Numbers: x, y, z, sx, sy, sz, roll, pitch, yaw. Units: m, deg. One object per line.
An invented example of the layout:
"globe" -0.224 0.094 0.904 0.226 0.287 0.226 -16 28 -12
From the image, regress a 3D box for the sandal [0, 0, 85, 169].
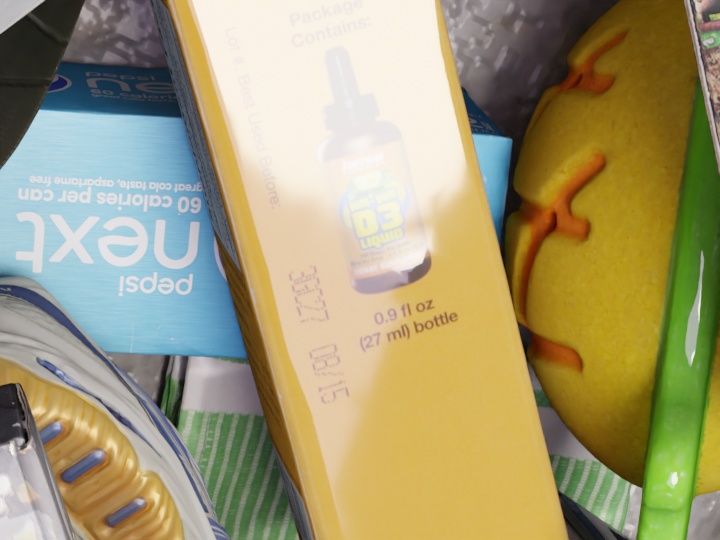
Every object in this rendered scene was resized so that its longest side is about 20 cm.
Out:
"sandal" -0.110 -0.078 0.729 0.080 0.057 0.201 53 49 -27

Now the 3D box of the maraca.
"maraca" 0.089 0.007 0.759 0.106 0.137 0.201 7 66 10

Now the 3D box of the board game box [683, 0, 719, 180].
"board game box" 0.162 -0.062 0.636 0.158 0.097 0.201 -8 99 25

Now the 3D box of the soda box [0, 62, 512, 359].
"soda box" -0.064 -0.017 0.785 0.199 0.064 0.068 3 106 -11

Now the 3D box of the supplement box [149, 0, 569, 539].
"supplement box" 0.000 0.000 0.735 0.066 0.069 0.201 -16 110 -7

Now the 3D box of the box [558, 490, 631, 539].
"box" 0.092 0.159 0.851 0.200 0.060 0.117 36 94 -26

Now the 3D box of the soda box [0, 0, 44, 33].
"soda box" -0.064 -0.123 0.696 0.200 0.063 0.069 -44 116 -42

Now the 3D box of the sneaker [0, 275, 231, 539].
"sneaker" -0.050 0.085 0.753 0.075 0.088 0.201 -24 119 5

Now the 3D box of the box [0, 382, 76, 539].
"box" -0.140 0.131 0.612 0.199 0.049 0.162 -18 106 -5

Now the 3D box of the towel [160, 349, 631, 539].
"towel" 0.000 0.115 0.857 0.151 0.023 0.201 6 104 -13
